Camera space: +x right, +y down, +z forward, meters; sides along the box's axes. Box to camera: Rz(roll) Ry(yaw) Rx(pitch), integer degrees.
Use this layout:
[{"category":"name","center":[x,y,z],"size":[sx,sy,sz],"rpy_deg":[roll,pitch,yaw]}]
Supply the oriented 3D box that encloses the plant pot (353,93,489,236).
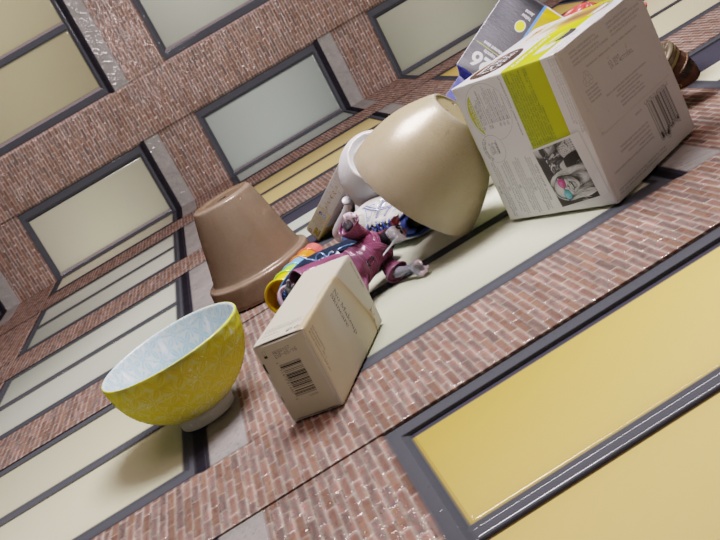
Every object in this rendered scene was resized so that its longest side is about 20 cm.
[{"category":"plant pot","center":[0.107,-0.163,1.388],"size":[0.136,0.198,0.201],"rpy_deg":[-57,4,24]}]

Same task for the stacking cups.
[{"category":"stacking cups","center":[-0.096,0.002,1.581],"size":[0.060,0.061,0.200],"rpy_deg":[-23,16,21]}]

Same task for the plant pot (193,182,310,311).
[{"category":"plant pot","center":[-0.202,-0.049,1.725],"size":[0.198,0.177,0.201],"rpy_deg":[-28,15,8]}]

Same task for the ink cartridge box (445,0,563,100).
[{"category":"ink cartridge box","center":[0.246,-0.293,1.491],"size":[0.202,0.197,0.047],"rpy_deg":[-55,-21,11]}]

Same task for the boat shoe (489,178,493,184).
[{"category":"boat shoe","center":[0.208,-0.179,1.576],"size":[0.198,0.069,0.072],"rpy_deg":[-20,18,34]}]

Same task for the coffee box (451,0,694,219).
[{"category":"coffee box","center":[0.277,-0.212,1.302],"size":[0.199,0.202,0.196],"rpy_deg":[-38,17,-31]}]

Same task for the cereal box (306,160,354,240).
[{"category":"cereal box","center":[-0.017,-0.159,1.810],"size":[0.144,0.039,0.201],"rpy_deg":[-43,-10,-41]}]

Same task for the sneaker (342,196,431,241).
[{"category":"sneaker","center":[0.054,-0.079,1.532],"size":[0.197,0.076,0.088],"rpy_deg":[-26,16,17]}]

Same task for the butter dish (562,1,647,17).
[{"category":"butter dish","center":[0.332,-0.340,1.557],"size":[0.202,0.146,0.200],"rpy_deg":[-63,3,2]}]

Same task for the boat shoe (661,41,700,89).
[{"category":"boat shoe","center":[0.424,-0.267,1.469],"size":[0.073,0.067,0.200],"rpy_deg":[-67,11,-17]}]

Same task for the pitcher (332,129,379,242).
[{"category":"pitcher","center":[0.010,-0.133,1.645],"size":[0.172,0.121,0.200],"rpy_deg":[-47,-16,-9]}]

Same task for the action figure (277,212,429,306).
[{"category":"action figure","center":[0.000,0.000,1.381],"size":[0.199,0.134,0.149],"rpy_deg":[-40,-5,-31]}]

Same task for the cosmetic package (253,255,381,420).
[{"category":"cosmetic package","center":[-0.045,0.075,1.176],"size":[0.072,0.105,0.201],"rpy_deg":[-21,19,24]}]

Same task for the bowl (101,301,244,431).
[{"category":"bowl","center":[-0.222,0.140,1.281],"size":[0.198,0.109,0.201],"rpy_deg":[-28,15,8]}]

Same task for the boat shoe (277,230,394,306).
[{"category":"boat shoe","center":[-0.036,-0.007,1.455],"size":[0.199,0.085,0.068],"rpy_deg":[-39,13,-23]}]
